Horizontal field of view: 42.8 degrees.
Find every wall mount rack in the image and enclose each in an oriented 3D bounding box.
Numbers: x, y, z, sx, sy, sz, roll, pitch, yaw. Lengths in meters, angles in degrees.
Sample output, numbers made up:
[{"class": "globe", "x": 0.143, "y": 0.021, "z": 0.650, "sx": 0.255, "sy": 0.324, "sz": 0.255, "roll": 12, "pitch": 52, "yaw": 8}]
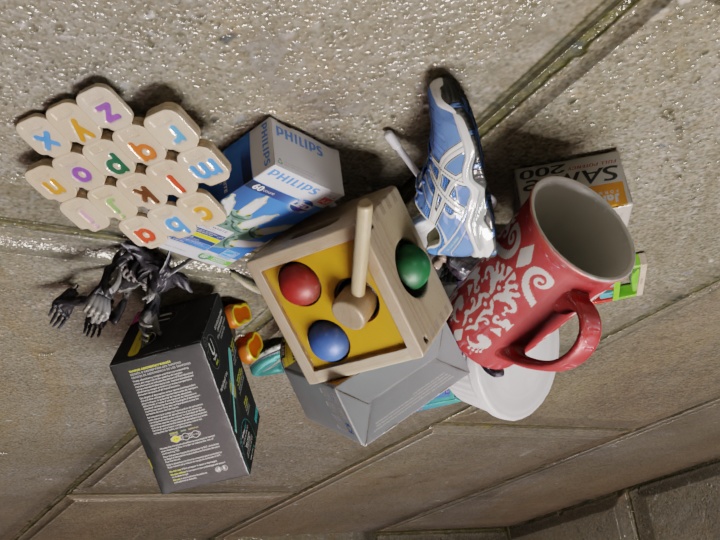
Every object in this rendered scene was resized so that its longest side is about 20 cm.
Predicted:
[{"class": "wall mount rack", "x": 0.046, "y": -0.076, "z": 1.029, "sx": 0.198, "sy": 0.076, "sz": 0.172, "roll": -27, "pitch": 153, "yaw": 35}]

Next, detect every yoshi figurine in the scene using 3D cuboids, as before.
[{"class": "yoshi figurine", "x": -0.249, "y": 0.114, "z": 1.313, "sx": 0.197, "sy": 0.114, "sz": 0.112, "roll": -16, "pitch": 148, "yaw": 21}]

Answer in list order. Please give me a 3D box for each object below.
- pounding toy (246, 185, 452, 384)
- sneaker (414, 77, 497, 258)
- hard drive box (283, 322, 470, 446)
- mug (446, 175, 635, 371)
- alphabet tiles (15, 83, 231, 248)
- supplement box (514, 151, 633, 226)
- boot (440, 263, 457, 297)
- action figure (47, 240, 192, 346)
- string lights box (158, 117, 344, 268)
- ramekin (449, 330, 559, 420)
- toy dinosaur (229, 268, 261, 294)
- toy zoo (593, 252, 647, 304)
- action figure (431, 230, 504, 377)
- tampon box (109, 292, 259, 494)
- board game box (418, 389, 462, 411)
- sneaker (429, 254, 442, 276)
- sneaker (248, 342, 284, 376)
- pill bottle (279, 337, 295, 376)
[{"class": "pounding toy", "x": -0.007, "y": 0.010, "z": 0.963, "sx": 0.198, "sy": 0.186, "sz": 0.142, "roll": -17, "pitch": -162, "yaw": 33}, {"class": "sneaker", "x": 0.088, "y": -0.093, "z": 0.915, "sx": 0.076, "sy": 0.076, "sz": 0.202, "roll": -8, "pitch": 122, "yaw": 11}, {"class": "hard drive box", "x": 0.014, "y": 0.122, "z": 1.101, "sx": 0.155, "sy": 0.078, "sz": 0.199, "roll": -31, "pitch": -170, "yaw": -19}, {"class": "mug", "x": 0.179, "y": 0.025, "z": 0.993, "sx": 0.132, "sy": 0.179, "sz": 0.200, "roll": 32, "pitch": 135, "yaw": -7}, {"class": "alphabet tiles", "x": -0.228, "y": -0.097, "z": 0.896, "sx": 0.197, "sy": 0.015, "sz": 0.196, "roll": -17, "pitch": 136, "yaw": 26}, {"class": "supplement box", "x": 0.254, "y": -0.057, "z": 1.125, "sx": 0.124, "sy": 0.075, "sz": 0.201, "roll": -10, "pitch": 156, "yaw": 5}, {"class": "boot", "x": 0.130, "y": 0.003, "z": 1.255, "sx": 0.197, "sy": 0.069, "sz": 0.130, "roll": -18, "pitch": 167, "yaw": 20}, {"class": "action figure", "x": -0.287, "y": 0.035, "z": 1.127, "sx": 0.198, "sy": 0.103, "sz": 0.118, "roll": -23, "pitch": 140, "yaw": 34}, {"class": "string lights box", "x": -0.123, "y": -0.078, "z": 0.978, "sx": 0.199, "sy": 0.060, "sz": 0.102, "roll": -27, "pitch": 148, "yaw": 36}, {"class": "ramekin", "x": 0.195, "y": 0.108, "z": 1.331, "sx": 0.201, "sy": 0.206, "sz": 0.093, "roll": 15, "pitch": 171, "yaw": -42}, {"class": "toy dinosaur", "x": -0.057, "y": 0.036, "z": 1.112, "sx": 0.196, "sy": 0.090, "sz": 0.048, "roll": -4, "pitch": 164, "yaw": -5}, {"class": "toy zoo", "x": 0.332, "y": 0.026, "z": 1.397, "sx": 0.197, "sy": 0.021, "sz": 0.131, "roll": -12, "pitch": 156, "yaw": 10}, {"class": "action figure", "x": 0.138, "y": 0.029, "z": 1.145, "sx": 0.128, "sy": 0.203, "sz": 0.069, "roll": -5, "pitch": -163, "yaw": 8}, {"class": "tampon box", "x": -0.226, "y": 0.161, "z": 1.215, "sx": 0.124, "sy": 0.150, "sz": 0.203, "roll": -14, "pitch": 111, "yaw": 6}, {"class": "board game box", "x": 0.043, "y": 0.146, "z": 1.405, "sx": 0.197, "sy": 0.155, "sz": 0.045, "roll": -15, "pitch": 164, "yaw": 17}, {"class": "sneaker", "x": 0.000, "y": 0.000, "z": 1.168, "sx": 0.197, "sy": 0.077, "sz": 0.115, "roll": -13, "pitch": 157, "yaw": 17}, {"class": "sneaker", "x": -0.081, "y": 0.155, "z": 1.477, "sx": 0.196, "sy": 0.081, "sz": 0.078, "roll": -2, "pitch": 158, "yaw": -11}, {"class": "pill bottle", "x": -0.035, "y": 0.110, "z": 1.302, "sx": 0.110, "sy": 0.114, "sz": 0.200, "roll": 3, "pitch": 168, "yaw": -23}]
